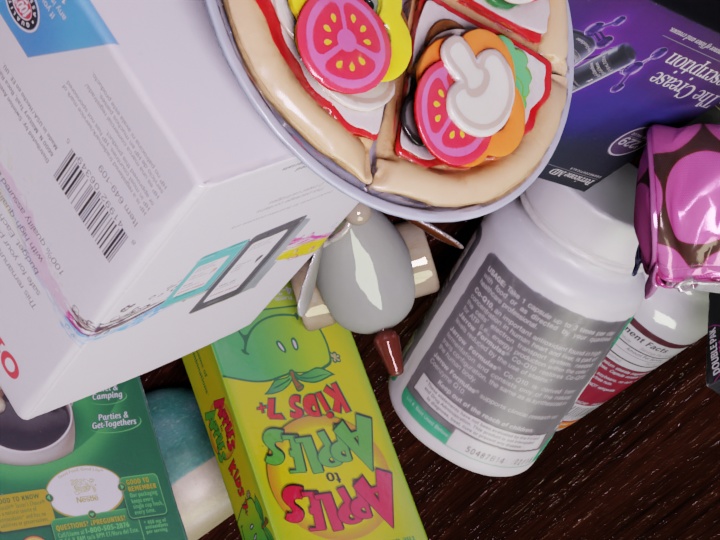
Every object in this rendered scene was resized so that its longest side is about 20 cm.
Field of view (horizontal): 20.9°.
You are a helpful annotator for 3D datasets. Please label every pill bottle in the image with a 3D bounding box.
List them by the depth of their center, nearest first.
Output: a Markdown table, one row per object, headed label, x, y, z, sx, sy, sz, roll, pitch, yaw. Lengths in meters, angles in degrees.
| label | x | y | z | sx | sy | sz | roll | pitch | yaw |
| --- | --- | --- | --- | --- | --- | --- | --- | --- | --- |
| pill bottle | 0.109 | 0.023 | 1.239 | 0.113 | 0.113 | 0.200 | 2 | 129 | -42 |
| pill bottle | 0.172 | 0.019 | 1.334 | 0.113 | 0.113 | 0.200 | 5 | 146 | -46 |

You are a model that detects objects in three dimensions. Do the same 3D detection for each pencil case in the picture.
| label | x | y | z | sx | sy | sz | roll | pitch | yaw |
| --- | --- | --- | --- | --- | --- | --- | --- | --- | --- |
| pencil case | 0.247 | -0.027 | 1.052 | 0.200 | 0.094 | 0.091 | 1 | 151 | 4 |

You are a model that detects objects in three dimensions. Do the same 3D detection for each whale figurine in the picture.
| label | x | y | z | sx | sy | sz | roll | pitch | yaw |
| --- | --- | --- | --- | --- | --- | --- | --- | --- | --- |
| whale figurine | -0.111 | 0.123 | 1.379 | 0.159 | 0.104 | 0.200 | -39 | 175 | 34 |

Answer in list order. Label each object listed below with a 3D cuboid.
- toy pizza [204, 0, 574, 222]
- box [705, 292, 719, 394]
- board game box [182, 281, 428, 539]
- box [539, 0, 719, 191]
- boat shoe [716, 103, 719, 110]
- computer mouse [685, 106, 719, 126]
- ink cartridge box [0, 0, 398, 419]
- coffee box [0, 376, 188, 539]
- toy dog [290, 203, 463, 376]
| label | x | y | z | sx | sy | sz | roll | pitch | yaw |
| --- | --- | --- | --- | --- | --- | --- | --- | --- | --- |
| toy pizza | 0.020 | -0.118 | 0.799 | 0.200 | 0.201 | 0.032 | 0 | 166 | -40 |
| box | 0.309 | -0.003 | 1.207 | 0.124 | 0.200 | 0.148 | 35 | 132 | -25 |
| board game box | -0.039 | 0.104 | 1.232 | 0.101 | 0.200 | 0.048 | -6 | 153 | -31 |
| box | 0.106 | -0.121 | 1.022 | 0.141 | 0.079 | 0.200 | -32 | 155 | 30 |
| boat shoe | 0.258 | -0.157 | 1.065 | 0.200 | 0.071 | 0.063 | -41 | 165 | 27 |
| computer mouse | 0.210 | -0.103 | 1.166 | 0.200 | 0.044 | 0.110 | -11 | -172 | -15 |
| ink cartridge box | -0.095 | -0.059 | 0.861 | 0.146 | 0.147 | 0.200 | -23 | 164 | -41 |
| coffee box | -0.177 | 0.097 | 1.107 | 0.123 | 0.200 | 0.044 | -6 | 156 | -34 |
| toy dog | 0.000 | 0.000 | 1.170 | 0.132 | 0.096 | 0.200 | -28 | 156 | 16 |
